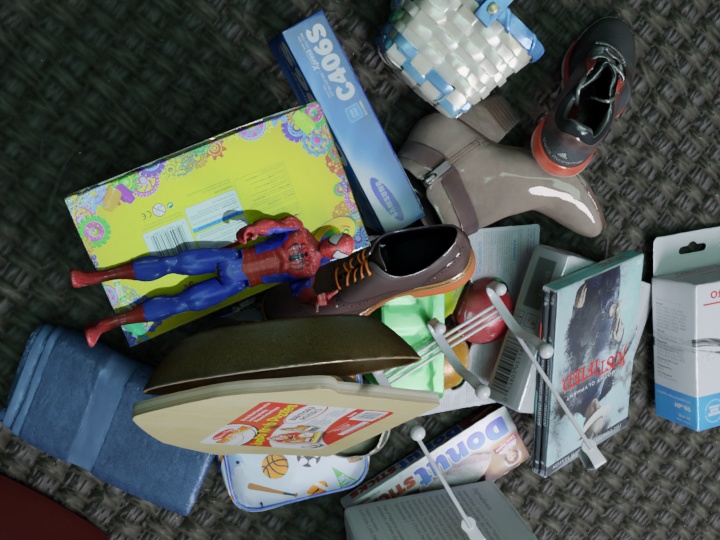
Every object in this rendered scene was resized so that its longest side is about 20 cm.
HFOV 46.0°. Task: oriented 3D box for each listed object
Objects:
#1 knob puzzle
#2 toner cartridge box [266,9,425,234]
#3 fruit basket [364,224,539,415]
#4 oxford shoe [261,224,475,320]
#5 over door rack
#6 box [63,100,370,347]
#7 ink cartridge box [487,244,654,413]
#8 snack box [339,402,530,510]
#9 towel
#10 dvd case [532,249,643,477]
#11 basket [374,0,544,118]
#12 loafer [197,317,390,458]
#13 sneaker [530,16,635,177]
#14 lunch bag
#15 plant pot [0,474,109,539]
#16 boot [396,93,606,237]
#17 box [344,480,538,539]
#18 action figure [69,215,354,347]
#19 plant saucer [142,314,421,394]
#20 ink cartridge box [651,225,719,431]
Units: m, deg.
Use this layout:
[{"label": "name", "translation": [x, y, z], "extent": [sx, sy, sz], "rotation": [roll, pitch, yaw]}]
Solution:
[{"label": "knob puzzle", "translation": [-0.071, 0.103, 0.638], "extent": [0.218, 0.220, 0.031], "rotation": [2, 66, -14]}, {"label": "toner cartridge box", "translation": [-0.014, -0.132, 0.779], "extent": [0.043, 0.095, 0.201], "rotation": [-30, 105, -6]}, {"label": "fruit basket", "translation": [0.093, 0.049, 0.854], "extent": [0.199, 0.094, 0.187], "rotation": [-7, 102, -29]}, {"label": "oxford shoe", "translation": [0.000, 0.000, 0.744], "extent": [0.199, 0.073, 0.072], "rotation": [-20, 66, 5]}, {"label": "over door rack", "translation": [0.117, 0.130, 0.759], "extent": [0.147, 0.067, 0.201], "rotation": [-30, 90, -7]}, {"label": "box", "translation": [-0.122, -0.050, 0.715], "extent": [0.199, 0.193, 0.123], "rotation": [-23, 103, -9]}, {"label": "ink cartridge box", "translation": [0.226, 0.069, 0.887], "extent": [0.199, 0.050, 0.163], "rotation": [13, 96, -48]}, {"label": "snack box", "translation": [0.081, 0.220, 0.899], "extent": [0.199, 0.024, 0.072], "rotation": [-31, 107, -7]}, {"label": "towel", "translation": [-0.220, 0.132, 0.769], "extent": [0.199, 0.049, 0.112], "rotation": [25, 96, 5]}, {"label": "dvd case", "translation": [0.228, 0.091, 0.848], "extent": [0.145, 0.022, 0.201], "rotation": [-17, 117, -38]}, {"label": "basket", "translation": [0.108, -0.241, 0.749], "extent": [0.200, 0.176, 0.139], "rotation": [-44, 103, 8]}, {"label": "loafer", "translation": [-0.060, 0.115, 0.746], "extent": [0.199, 0.070, 0.075], "rotation": [29, 96, -14]}, {"label": "sneaker", "translation": [0.231, -0.178, 0.807], "extent": [0.077, 0.082, 0.201], "rotation": [27, 63, -2]}, {"label": "lunch bag", "translation": [-0.077, 0.124, 0.819], "extent": [0.159, 0.076, 0.201], "rotation": [-10, 102, -10]}, {"label": "plant pot", "translation": [-0.317, 0.305, 0.736], "extent": [0.176, 0.200, 0.201], "rotation": [23, 93, -28]}, {"label": "boot", "translation": [0.129, -0.074, 0.823], "extent": [0.146, 0.070, 0.200], "rotation": [-40, 87, -22]}, {"label": "box", "translation": [0.089, 0.348, 0.818], "extent": [0.170, 0.200, 0.200], "rotation": [-6, 110, -14]}, {"label": "action figure", "translation": [-0.093, 0.004, 0.582], "extent": [0.199, 0.099, 0.066], "rotation": [-15, 98, -14]}, {"label": "plant saucer", "translation": [-0.056, 0.060, 0.611], "extent": [0.199, 0.200, 0.036], "rotation": [-4, 79, -13]}, {"label": "ink cartridge box", "translation": [0.383, 0.059, 0.919], "extent": [0.115, 0.068, 0.201], "rotation": [-10, 102, -22]}]
